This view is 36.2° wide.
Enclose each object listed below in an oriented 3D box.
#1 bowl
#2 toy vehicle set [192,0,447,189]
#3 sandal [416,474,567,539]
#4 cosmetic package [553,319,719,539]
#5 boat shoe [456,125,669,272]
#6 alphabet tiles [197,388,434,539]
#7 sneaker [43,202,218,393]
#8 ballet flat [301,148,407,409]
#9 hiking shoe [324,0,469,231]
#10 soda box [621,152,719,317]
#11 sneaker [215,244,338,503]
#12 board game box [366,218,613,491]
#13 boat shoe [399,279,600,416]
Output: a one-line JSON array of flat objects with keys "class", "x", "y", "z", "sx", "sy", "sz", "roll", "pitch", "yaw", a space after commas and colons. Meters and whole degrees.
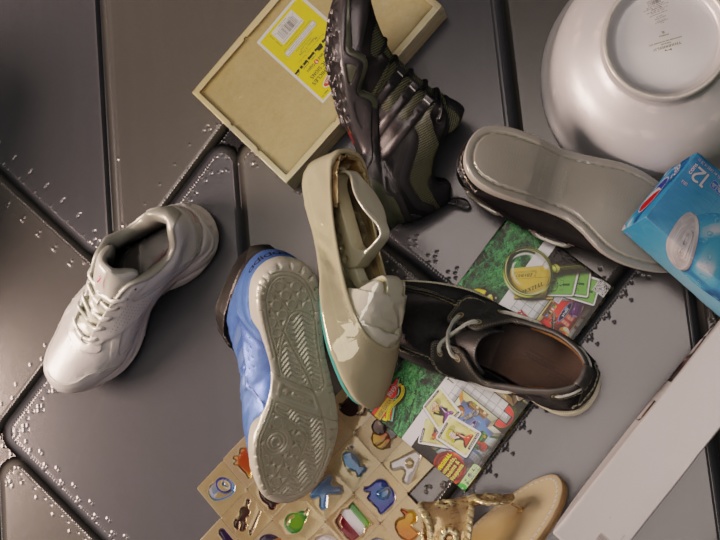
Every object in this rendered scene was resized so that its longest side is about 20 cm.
[{"class": "bowl", "x": 0.236, "y": -0.166, "z": 0.854, "sx": 0.197, "sy": 0.090, "sz": 0.205, "roll": -2, "pitch": 82, "yaw": 13}, {"class": "toy vehicle set", "x": -0.037, "y": -0.187, "z": 0.954, "sx": 0.124, "sy": 0.026, "sz": 0.200, "roll": 43, "pitch": 94, "yaw": 15}, {"class": "sandal", "x": 0.058, "y": 0.212, "z": 0.841, "sx": 0.211, "sy": 0.078, "sz": 0.070, "roll": -41, "pitch": 107, "yaw": 9}, {"class": "cosmetic package", "x": 0.223, "y": 0.129, "z": 0.821, "sx": 0.050, "sy": 0.082, "sz": 0.201, "roll": 39, "pitch": 92, "yaw": 17}, {"class": "boat shoe", "x": 0.167, "y": -0.051, "z": 0.868, "sx": 0.197, "sy": 0.060, "sz": 0.075, "roll": 20, "pitch": 78, "yaw": -2}, {"class": "alphabet tiles", "x": -0.039, "y": 0.195, "z": 0.913, "sx": 0.200, "sy": 0.006, "sz": 0.166, "roll": -46, "pitch": 75, "yaw": 4}, {"class": "sneaker", "x": -0.210, "y": 0.017, "z": 0.929, "sx": 0.078, "sy": 0.099, "sz": 0.201, "roll": 38, "pitch": 92, "yaw": 15}, {"class": "ballet flat", "x": 0.000, "y": 0.000, "z": 0.833, "sx": 0.068, "sy": 0.069, "sz": 0.203, "roll": -17, "pitch": 73, "yaw": 10}, {"class": "hiking shoe", "x": 0.030, "y": -0.138, "z": 0.897, "sx": 0.099, "sy": 0.076, "sz": 0.203, "roll": -14, "pitch": 106, "yaw": -7}, {"class": "soda box", "x": 0.291, "y": 0.008, "z": 0.804, "sx": 0.199, "sy": 0.068, "sz": 0.064, "roll": 41, "pitch": 84, "yaw": 2}, {"class": "sneaker", "x": -0.071, "y": 0.079, "z": 0.903, "sx": 0.075, "sy": 0.111, "sz": 0.204, "roll": -9, "pitch": 106, "yaw": -18}, {"class": "board game box", "x": 0.103, "y": 0.064, "z": 0.886, "sx": 0.104, "sy": 0.023, "sz": 0.201, "roll": 36, "pitch": 90, "yaw": 17}, {"class": "boat shoe", "x": 0.087, "y": 0.051, "z": 0.846, "sx": 0.197, "sy": 0.068, "sz": 0.073, "roll": 20, "pitch": 86, "yaw": 20}]
